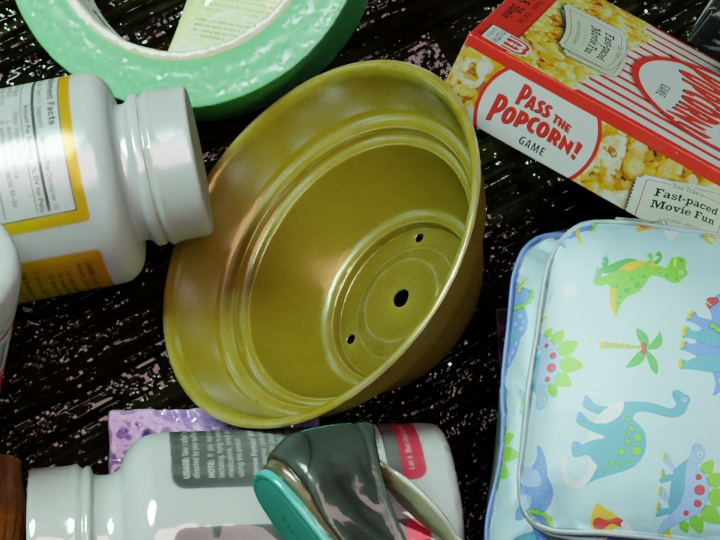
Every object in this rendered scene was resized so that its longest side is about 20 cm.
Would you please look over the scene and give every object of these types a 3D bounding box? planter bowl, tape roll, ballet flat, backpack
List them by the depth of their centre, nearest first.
[{"bbox_3d":[0.030,0.152,0.751,0.068,0.068,0.200,-27,84,-25],"label":"ballet flat"},{"bbox_3d":[0.160,0.073,0.777,0.200,0.147,0.183,5,71,10],"label":"backpack"},{"bbox_3d":[0.000,0.000,0.885,0.083,0.200,0.201,34,69,-43],"label":"planter bowl"},{"bbox_3d":[-0.091,-0.182,0.941,0.200,0.048,0.201,-1,86,8],"label":"tape roll"}]

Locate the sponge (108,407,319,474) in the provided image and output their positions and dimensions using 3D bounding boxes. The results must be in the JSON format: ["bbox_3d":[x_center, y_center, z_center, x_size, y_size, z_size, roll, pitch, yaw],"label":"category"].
[{"bbox_3d":[-0.075,0.171,0.893,0.111,0.030,0.200,0,76,-6],"label":"sponge"}]

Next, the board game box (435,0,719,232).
[{"bbox_3d":[0.155,-0.078,0.918,0.200,0.152,0.046,30,119,6],"label":"board game box"}]

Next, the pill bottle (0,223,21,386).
[{"bbox_3d":[-0.227,0.065,0.811,0.112,0.200,0.112,13,35,-9],"label":"pill bottle"}]

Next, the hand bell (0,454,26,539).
[{"bbox_3d":[-0.191,0.187,0.861,0.104,0.104,0.200,8,62,-4],"label":"hand bell"}]

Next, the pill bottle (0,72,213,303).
[{"bbox_3d":[-0.179,-0.037,0.882,0.200,0.109,0.109,-11,77,-2],"label":"pill bottle"}]

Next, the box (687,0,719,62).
[{"bbox_3d":[0.310,-0.150,0.935,0.200,0.050,0.199,35,76,3],"label":"box"}]

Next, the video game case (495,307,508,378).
[{"bbox_3d":[0.163,0.107,0.862,0.181,0.036,0.200,-5,67,8],"label":"video game case"}]

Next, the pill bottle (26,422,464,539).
[{"bbox_3d":[-0.056,0.131,0.832,0.200,0.111,0.111,-1,76,-8],"label":"pill bottle"}]

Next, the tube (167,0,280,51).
[{"bbox_3d":[-0.054,-0.201,0.984,0.052,0.058,0.200,21,75,-41],"label":"tube"}]
